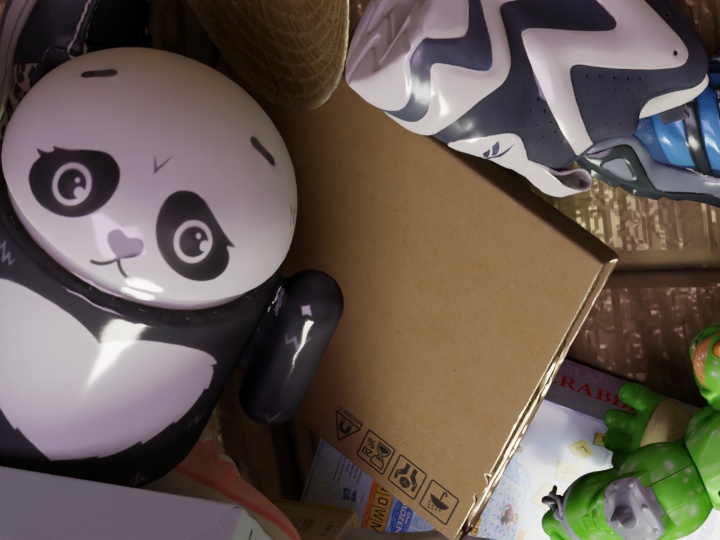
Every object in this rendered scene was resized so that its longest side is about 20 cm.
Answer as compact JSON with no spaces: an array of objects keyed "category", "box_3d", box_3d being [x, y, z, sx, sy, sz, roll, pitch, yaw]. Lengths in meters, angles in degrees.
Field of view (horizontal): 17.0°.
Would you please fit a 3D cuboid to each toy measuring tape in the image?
[{"category":"toy measuring tape","box_3d":[-0.013,0.147,1.110,0.198,0.074,0.074,5,122,23]}]

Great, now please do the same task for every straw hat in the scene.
[{"category":"straw hat","box_3d":[-0.018,-0.170,0.961,0.085,0.201,0.202,-24,120,-22]}]

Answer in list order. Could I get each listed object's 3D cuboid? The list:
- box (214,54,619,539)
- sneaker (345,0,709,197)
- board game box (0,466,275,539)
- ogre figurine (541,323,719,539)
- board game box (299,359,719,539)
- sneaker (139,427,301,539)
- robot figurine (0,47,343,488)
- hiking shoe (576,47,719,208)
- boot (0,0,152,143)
[{"category":"box","box_3d":[0.000,0.000,1.058,0.200,0.021,0.164,37,124,17]},{"category":"sneaker","box_3d":[0.088,-0.119,0.930,0.129,0.200,0.079,35,151,-24]},{"category":"board game box","box_3d":[-0.092,0.145,0.993,0.146,0.065,0.200,8,159,20]},{"category":"ogre figurine","box_3d":[0.171,0.069,1.011,0.198,0.120,0.099,-7,90,5]},{"category":"board game box","box_3d":[0.068,0.130,1.147,0.198,0.041,0.201,21,123,3]},{"category":"sneaker","box_3d":[-0.091,0.070,1.099,0.199,0.105,0.076,21,148,30]},{"category":"robot figurine","box_3d":[-0.101,0.008,0.953,0.125,0.149,0.201,54,134,30]},{"category":"hiking shoe","box_3d":[0.147,-0.069,1.000,0.199,0.075,0.087,27,115,-13]},{"category":"boot","box_3d":[-0.087,-0.058,1.034,0.154,0.073,0.204,42,131,9]}]
